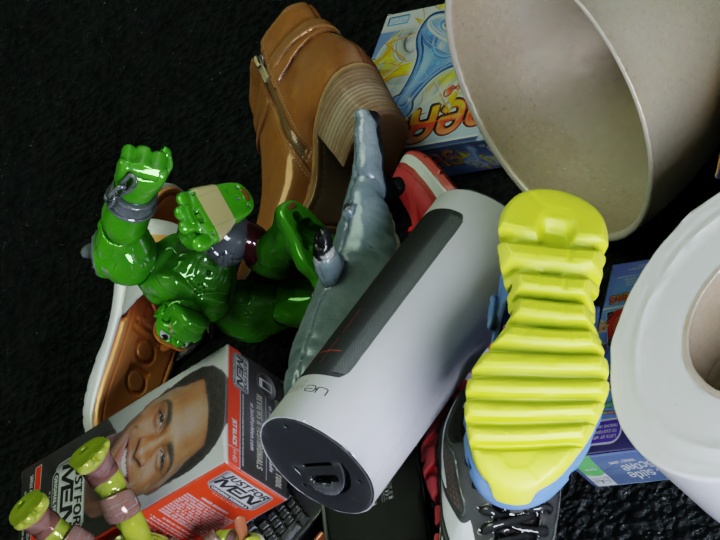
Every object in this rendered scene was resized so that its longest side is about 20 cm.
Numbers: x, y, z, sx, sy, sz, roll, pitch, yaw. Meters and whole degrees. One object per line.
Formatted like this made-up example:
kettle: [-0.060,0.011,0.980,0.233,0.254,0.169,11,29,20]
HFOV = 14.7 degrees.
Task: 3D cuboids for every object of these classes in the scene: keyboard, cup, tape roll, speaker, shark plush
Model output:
keyboard: [0.025,0.129,1.714,0.104,0.040,0.201,-21,63,27]
keyboard: [-0.061,0.109,1.848,0.127,0.021,0.200,-45,37,3]
cup: [0.168,-0.139,1.729,0.143,0.201,0.200,-30,31,-23]
tape roll: [0.234,0.041,1.489,0.202,0.071,0.203,-25,44,27]
speaker: [0.026,0.047,1.641,0.081,0.081,0.200,2,44,46]
shark plush: [0.000,0.000,1.702,0.091,0.083,0.201,12,79,38]

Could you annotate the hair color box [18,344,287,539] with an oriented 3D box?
hair color box: [-0.139,0.142,1.845,0.200,0.061,0.102,-32,41,29]

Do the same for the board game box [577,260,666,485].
board game box: [0.220,0.049,1.594,0.199,0.034,0.136,-9,52,40]

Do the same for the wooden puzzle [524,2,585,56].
wooden puzzle: [0.148,-0.237,1.890,0.185,0.046,0.200,-35,28,-2]

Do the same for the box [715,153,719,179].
box: [0.280,-0.112,1.643,0.118,0.042,0.201,12,59,6]

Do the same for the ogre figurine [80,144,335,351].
ogre figurine: [-0.092,-0.007,1.810,0.120,0.199,0.099,-36,56,45]

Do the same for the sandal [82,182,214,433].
sandal: [-0.134,0.037,1.948,0.059,0.079,0.208,-7,60,39]

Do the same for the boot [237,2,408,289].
boot: [-0.053,-0.074,1.918,0.155,0.076,0.201,54,126,45]

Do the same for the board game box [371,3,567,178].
board game box: [0.082,-0.129,1.911,0.199,0.034,0.136,-9,51,40]

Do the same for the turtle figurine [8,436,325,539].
turtle figurine: [-0.133,0.182,1.762,0.200,0.161,0.064,-37,15,12]

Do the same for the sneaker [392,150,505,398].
sneaker: [0.040,0.008,1.793,0.115,0.078,0.200,-42,35,4]

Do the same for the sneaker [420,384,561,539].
sneaker: [0.080,0.144,1.594,0.098,0.070,0.201,112,157,-51]

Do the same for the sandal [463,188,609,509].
sandal: [0.100,0.054,1.559,0.079,0.087,0.201,12,51,4]
